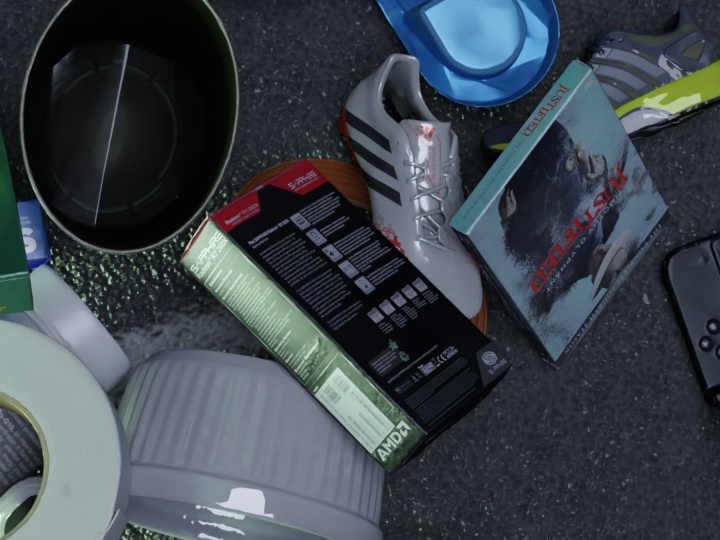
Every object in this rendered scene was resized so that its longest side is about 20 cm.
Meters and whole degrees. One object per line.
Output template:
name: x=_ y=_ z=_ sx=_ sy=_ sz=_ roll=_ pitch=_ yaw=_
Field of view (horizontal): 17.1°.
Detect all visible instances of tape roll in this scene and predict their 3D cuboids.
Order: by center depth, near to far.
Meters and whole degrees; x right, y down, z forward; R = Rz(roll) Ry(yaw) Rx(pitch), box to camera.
tape roll: x=-0.243 y=0.129 z=1.503 sx=0.202 sy=0.037 sz=0.203 roll=-2 pitch=71 yaw=5

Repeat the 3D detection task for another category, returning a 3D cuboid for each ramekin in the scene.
ramekin: x=-0.075 y=0.124 z=1.593 sx=0.200 sy=0.200 sz=0.105 roll=15 pitch=76 yaw=-9

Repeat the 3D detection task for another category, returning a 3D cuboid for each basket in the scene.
basket: x=-0.161 y=-0.092 z=1.581 sx=0.136 sy=0.200 sz=0.181 roll=10 pitch=84 yaw=-10

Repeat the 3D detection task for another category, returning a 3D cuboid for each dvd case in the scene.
dvd case: x=0.142 y=-0.035 z=1.655 sx=0.022 sy=0.200 sz=0.146 roll=30 pitch=76 yaw=34

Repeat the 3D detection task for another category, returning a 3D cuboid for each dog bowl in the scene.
dog bowl: x=0.059 y=-0.207 z=1.706 sx=0.111 sy=0.050 sz=0.200 roll=-32 pitch=93 yaw=-11

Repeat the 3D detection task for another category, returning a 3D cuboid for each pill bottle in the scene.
pill bottle: x=-0.257 y=0.095 z=1.598 sx=0.200 sy=0.113 sz=0.113 roll=-40 pitch=95 yaw=-10

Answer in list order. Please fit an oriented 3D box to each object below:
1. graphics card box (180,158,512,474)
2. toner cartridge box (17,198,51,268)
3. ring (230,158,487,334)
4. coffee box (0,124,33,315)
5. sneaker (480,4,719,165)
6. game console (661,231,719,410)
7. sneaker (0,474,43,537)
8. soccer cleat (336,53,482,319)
graphics card box: x=-0.008 y=0.027 z=1.554 sx=0.200 sy=0.125 sz=0.051 roll=43 pitch=125 yaw=9
toner cartridge box: x=-0.311 y=-0.007 z=1.603 sx=0.199 sy=0.095 sz=0.043 roll=-11 pitch=88 yaw=-12
ring: x=0.000 y=0.000 z=1.640 sx=0.200 sy=0.019 sz=0.201 roll=17 pitch=47 yaw=-20
coffee box: x=-0.286 y=-0.053 z=1.549 sx=0.123 sy=0.044 sz=0.200 roll=-11 pitch=55 yaw=-11
sneaker: x=0.172 y=-0.127 z=1.719 sx=0.199 sy=0.074 sz=0.081 roll=-21 pitch=83 yaw=-17
game console: x=0.344 y=0.034 z=1.711 sx=0.199 sy=0.119 sz=0.173 roll=-20 pitch=91 yaw=-11
sneaker: x=-0.170 y=0.222 z=1.602 sx=0.074 sy=0.079 sz=0.200 roll=-46 pitch=125 yaw=-6
soccer cleat: x=0.041 y=-0.058 z=1.638 sx=0.068 sy=0.085 sz=0.200 roll=1 pitch=54 yaw=-31
